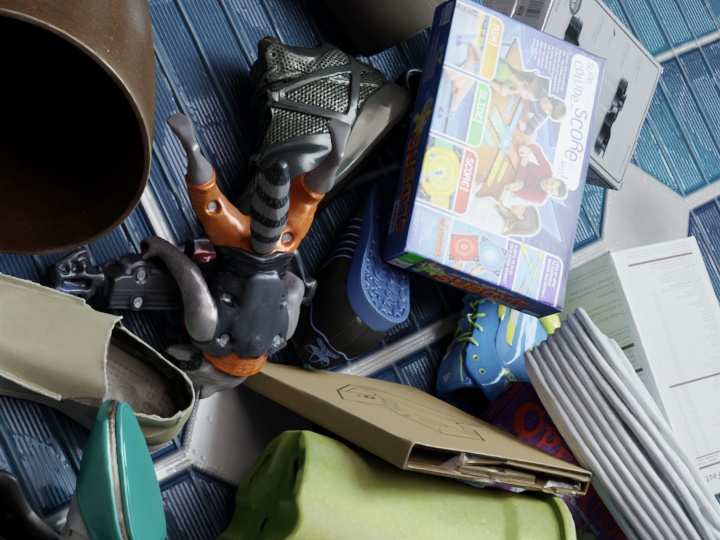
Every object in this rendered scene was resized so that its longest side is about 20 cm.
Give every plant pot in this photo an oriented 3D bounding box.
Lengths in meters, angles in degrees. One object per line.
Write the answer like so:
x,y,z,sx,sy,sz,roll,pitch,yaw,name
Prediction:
-0.205,-0.144,1.306,0.187,0.187,0.200,39,36,-23,plant pot
0.008,0.197,1.338,0.184,0.200,0.201,28,54,-16,plant pot

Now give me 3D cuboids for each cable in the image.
0.188,0.125,1.457,0.200,0.069,0.200,60,5,29,cable

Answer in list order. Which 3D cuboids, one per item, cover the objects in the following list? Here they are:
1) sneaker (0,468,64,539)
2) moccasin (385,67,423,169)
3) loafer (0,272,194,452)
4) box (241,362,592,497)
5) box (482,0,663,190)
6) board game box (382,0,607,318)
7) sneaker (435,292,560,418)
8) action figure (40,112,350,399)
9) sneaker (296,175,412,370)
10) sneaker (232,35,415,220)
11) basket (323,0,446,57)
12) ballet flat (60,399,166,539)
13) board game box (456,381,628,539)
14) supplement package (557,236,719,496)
-0.191,0.204,1.209,0.200,0.088,0.076,56,45,-8,sneaker
0.080,-0.069,1.540,0.080,0.068,0.200,-33,67,-30,moccasin
-0.184,0.050,1.298,0.200,0.068,0.076,28,55,-30,loafer
0.033,0.105,1.391,0.163,0.200,0.021,13,96,-38,box
0.161,-0.154,1.633,0.200,0.060,0.117,32,75,-54,box
0.099,-0.081,1.479,0.135,0.034,0.200,21,70,-23,board game box
0.102,0.047,1.553,0.105,0.076,0.200,-5,76,-42,sneaker
-0.099,-0.003,1.341,0.200,0.105,0.194,-6,120,-27,action figure
0.000,0.000,1.494,0.070,0.078,0.200,47,26,-12,sneaker
-0.061,-0.090,1.475,0.114,0.076,0.199,39,64,6,sneaker
0.002,-0.277,1.571,0.200,0.136,0.180,59,37,-10,basket
-0.147,0.182,1.267,0.067,0.070,0.200,-26,98,-77,ballet flat
0.133,0.195,1.511,0.120,0.032,0.200,-48,113,-31,board game box
0.224,0.089,1.618,0.114,0.109,0.200,-9,78,-44,supplement package
